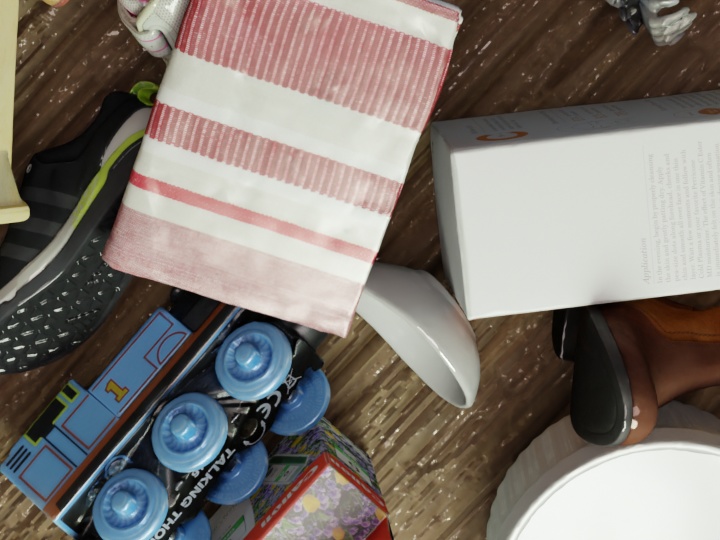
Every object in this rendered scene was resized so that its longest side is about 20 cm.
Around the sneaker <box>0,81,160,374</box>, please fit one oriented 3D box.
[{"bbox_3d":[-0.168,-0.024,1.470,0.200,0.083,0.072,-45,144,18],"label":"sneaker"}]

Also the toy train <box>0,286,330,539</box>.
[{"bbox_3d":[-0.106,0.084,1.463,0.114,0.087,0.200,37,85,32],"label":"toy train"}]

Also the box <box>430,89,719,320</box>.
[{"bbox_3d":[0.146,-0.041,1.452,0.199,0.124,0.098,-6,101,-3],"label":"box"}]

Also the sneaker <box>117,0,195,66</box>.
[{"bbox_3d":[-0.093,-0.147,1.411,0.088,0.081,0.201,-14,128,-15],"label":"sneaker"}]

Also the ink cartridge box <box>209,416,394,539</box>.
[{"bbox_3d":[-0.039,0.152,1.433,0.050,0.200,0.109,41,94,-10],"label":"ink cartridge box"}]

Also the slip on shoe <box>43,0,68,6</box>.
[{"bbox_3d":[-0.111,-0.214,1.437,0.199,0.074,0.061,-31,123,0],"label":"slip on shoe"}]

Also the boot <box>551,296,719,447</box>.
[{"bbox_3d":[0.215,0.060,1.445,0.199,0.188,0.069,6,100,-4],"label":"boot"}]

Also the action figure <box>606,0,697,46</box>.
[{"bbox_3d":[0.169,-0.199,1.436,0.199,0.102,0.119,-8,129,-7],"label":"action figure"}]

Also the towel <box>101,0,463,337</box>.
[{"bbox_3d":[-0.042,-0.073,1.387,0.143,0.023,0.201,17,109,-10],"label":"towel"}]

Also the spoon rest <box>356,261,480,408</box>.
[{"bbox_3d":[0.000,0.000,1.471,0.061,0.099,0.200,-36,90,-11],"label":"spoon rest"}]

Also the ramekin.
[{"bbox_3d":[0.164,0.169,1.487,0.199,0.105,0.201,-2,110,-4],"label":"ramekin"}]

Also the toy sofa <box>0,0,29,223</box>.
[{"bbox_3d":[-0.231,-0.127,1.394,0.082,0.097,0.201,-8,116,-32],"label":"toy sofa"}]
